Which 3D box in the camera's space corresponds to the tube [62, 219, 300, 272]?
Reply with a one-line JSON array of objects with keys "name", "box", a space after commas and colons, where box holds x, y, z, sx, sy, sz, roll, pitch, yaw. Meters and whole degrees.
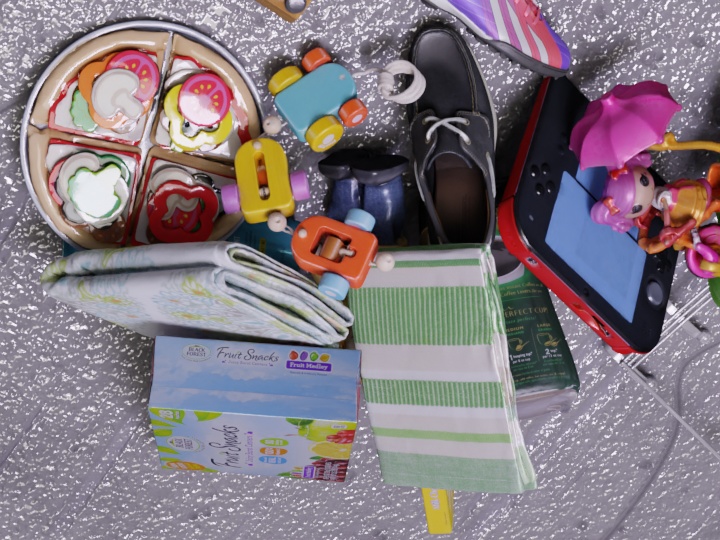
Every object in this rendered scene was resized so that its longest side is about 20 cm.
[{"name": "tube", "box": [-0.149, -0.024, 1.298, 0.198, 0.050, 0.078, 4, 106, -9]}]

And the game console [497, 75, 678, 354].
[{"name": "game console", "box": [0.199, -0.045, 1.295, 0.031, 0.178, 0.200, -13, 135, 46]}]

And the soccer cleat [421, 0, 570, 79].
[{"name": "soccer cleat", "box": [0.099, -0.222, 1.221, 0.199, 0.068, 0.073, 30, 106, -23]}]

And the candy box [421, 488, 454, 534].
[{"name": "candy box", "box": [0.063, 0.133, 1.371, 0.026, 0.103, 0.201, 0, 136, 10]}]

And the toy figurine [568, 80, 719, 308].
[{"name": "toy figurine", "box": [0.254, -0.077, 1.276, 0.183, 0.150, 0.202, 10, 104, -19]}]

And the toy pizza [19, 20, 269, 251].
[{"name": "toy pizza", "box": [-0.168, -0.096, 1.230, 0.198, 0.032, 0.202, -3, 107, -11]}]

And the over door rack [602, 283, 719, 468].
[{"name": "over door rack", "box": [0.340, 0.089, 1.440, 0.148, 0.067, 0.200, -43, 98, 14]}]

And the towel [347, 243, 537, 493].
[{"name": "towel", "box": [0.060, 0.078, 1.229, 0.152, 0.023, 0.202, -1, 106, 39]}]

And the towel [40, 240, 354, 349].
[{"name": "towel", "box": [-0.127, 0.022, 1.235, 0.199, 0.049, 0.171, -4, 158, 37]}]

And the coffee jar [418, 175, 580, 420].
[{"name": "coffee jar", "box": [0.111, 0.021, 1.294, 0.103, 0.202, 0.085, -10, 161, -4]}]

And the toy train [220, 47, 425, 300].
[{"name": "toy train", "box": [-0.024, -0.075, 1.223, 0.149, 0.201, 0.056, 15, 160, 11]}]

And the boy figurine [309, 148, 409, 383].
[{"name": "boy figurine", "box": [0.000, 0.000, 1.308, 0.124, 0.064, 0.202, 13, 114, 30]}]

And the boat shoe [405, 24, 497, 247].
[{"name": "boat shoe", "box": [0.075, -0.101, 1.236, 0.071, 0.068, 0.202, -7, 84, 5]}]

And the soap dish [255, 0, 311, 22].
[{"name": "soap dish", "box": [-0.053, -0.293, 1.136, 0.157, 0.081, 0.200, 30, 111, -26]}]

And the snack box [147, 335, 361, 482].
[{"name": "snack box", "box": [-0.088, 0.119, 1.300, 0.167, 0.068, 0.200, 5, 158, -3]}]
